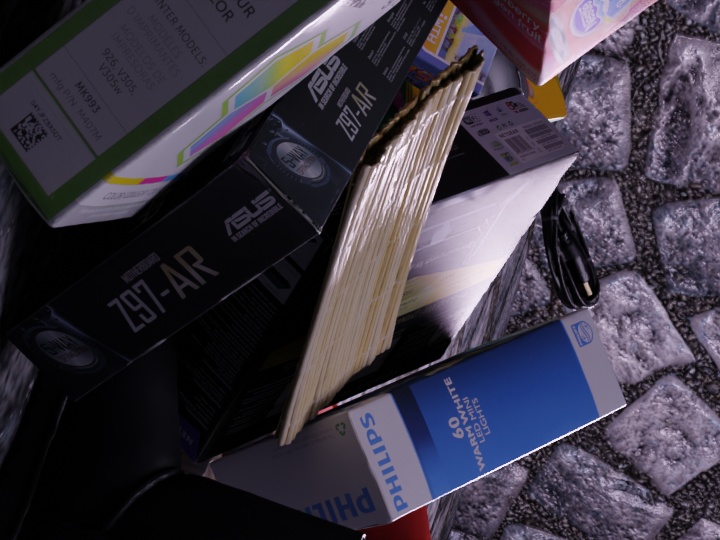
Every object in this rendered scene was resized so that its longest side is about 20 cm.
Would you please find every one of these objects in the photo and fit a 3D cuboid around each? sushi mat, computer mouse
[{"bbox_3d":[0.007,-0.007,1.099,0.096,0.012,0.200,-44,162,-38],"label":"sushi mat"},{"bbox_3d":[0.091,-0.061,1.330,0.200,0.034,0.059,59,33,-30],"label":"computer mouse"}]

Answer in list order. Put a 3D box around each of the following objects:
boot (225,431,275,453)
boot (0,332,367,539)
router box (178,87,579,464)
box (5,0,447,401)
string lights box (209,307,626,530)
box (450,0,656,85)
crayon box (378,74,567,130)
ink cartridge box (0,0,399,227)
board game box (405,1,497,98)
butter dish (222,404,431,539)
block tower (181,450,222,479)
[{"bbox_3d":[-0.075,0.010,1.275,0.138,0.077,0.201,-36,131,-70],"label":"boot"},{"bbox_3d":[-0.070,0.101,1.117,0.076,0.168,0.201,91,19,-66],"label":"boot"},{"bbox_3d":[0.000,0.000,1.223,0.200,0.052,0.157,-20,150,-49],"label":"router box"},{"bbox_3d":[-0.052,-0.050,1.057,0.160,0.044,0.200,-34,-162,38],"label":"box"},{"bbox_3d":[0.032,0.082,1.248,0.200,0.103,0.059,-20,88,-49],"label":"string lights box"},{"bbox_3d":[0.051,-0.195,1.100,0.095,0.200,0.103,-36,160,-18],"label":"box"},{"bbox_3d":[0.036,-0.127,1.355,0.200,0.058,0.119,-15,91,-61],"label":"crayon box"},{"bbox_3d":[-0.039,-0.099,0.904,0.200,0.059,0.104,-38,177,10],"label":"ink cartridge box"},{"bbox_3d":[0.032,-0.202,1.255,0.034,0.135,0.200,-16,-132,62],"label":"board game box"},{"bbox_3d":[-0.036,0.144,1.475,0.200,0.199,0.148,91,3,-64],"label":"butter dish"},{"bbox_3d":[-0.127,0.159,1.273,0.058,0.054,0.200,100,11,-50],"label":"block tower"}]
